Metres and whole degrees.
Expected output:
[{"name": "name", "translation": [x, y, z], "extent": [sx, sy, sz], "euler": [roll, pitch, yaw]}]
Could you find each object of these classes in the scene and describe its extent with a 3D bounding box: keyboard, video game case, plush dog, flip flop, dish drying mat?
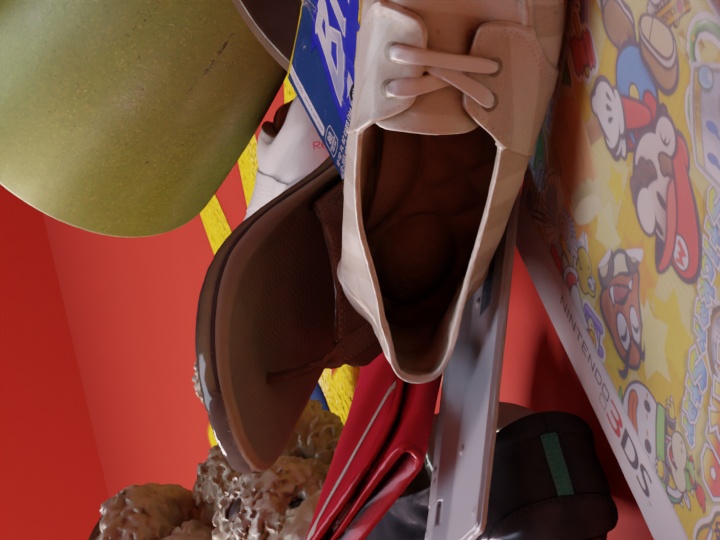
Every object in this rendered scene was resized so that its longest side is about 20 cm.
[{"name": "keyboard", "translation": [0.047, 0.008, 0.690], "extent": [0.056, 0.011, 0.200], "euler": [132, 149, -61]}, {"name": "video game case", "translation": [0.099, -0.013, 0.591], "extent": [0.200, 0.023, 0.182], "euler": [96, 158, -49]}, {"name": "plush dog", "translation": [-0.041, 0.147, 1.043], "extent": [0.200, 0.160, 0.172], "euler": [-56, 26, 3]}, {"name": "flip flop", "translation": [0.000, 0.000, 0.744], "extent": [0.058, 0.200, 0.081], "euler": [6, 129, 36]}, {"name": "dish drying mat", "translation": [0.012, 0.048, 0.761], "extent": [0.077, 0.018, 0.200], "euler": [-56, 7, 25]}]

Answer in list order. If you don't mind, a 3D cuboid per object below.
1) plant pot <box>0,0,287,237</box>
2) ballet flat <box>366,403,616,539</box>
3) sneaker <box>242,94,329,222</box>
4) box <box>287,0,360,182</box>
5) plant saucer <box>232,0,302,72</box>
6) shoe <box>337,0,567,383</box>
[{"name": "plant pot", "translation": [-0.096, -0.148, 0.947], "extent": [0.200, 0.187, 0.187], "euler": [-41, 56, 39]}, {"name": "ballet flat", "translation": [0.046, 0.090, 0.762], "extent": [0.200, 0.073, 0.073], "euler": [149, 110, -69]}, {"name": "sneaker", "translation": [-0.028, -0.039, 1.005], "extent": [0.200, 0.078, 0.100], "euler": [133, 134, -65]}, {"name": "box", "translation": [0.029, -0.126, 0.643], "extent": [0.200, 0.064, 0.070], "euler": [105, 149, -42]}, {"name": "plant saucer", "translation": [-0.007, -0.166, 0.767], "extent": [0.200, 0.029, 0.200], "euler": [31, 132, 43]}, {"name": "shoe", "translation": [0.030, -0.043, 0.626], "extent": [0.053, 0.070, 0.200], "euler": [-88, 4, -46]}]
